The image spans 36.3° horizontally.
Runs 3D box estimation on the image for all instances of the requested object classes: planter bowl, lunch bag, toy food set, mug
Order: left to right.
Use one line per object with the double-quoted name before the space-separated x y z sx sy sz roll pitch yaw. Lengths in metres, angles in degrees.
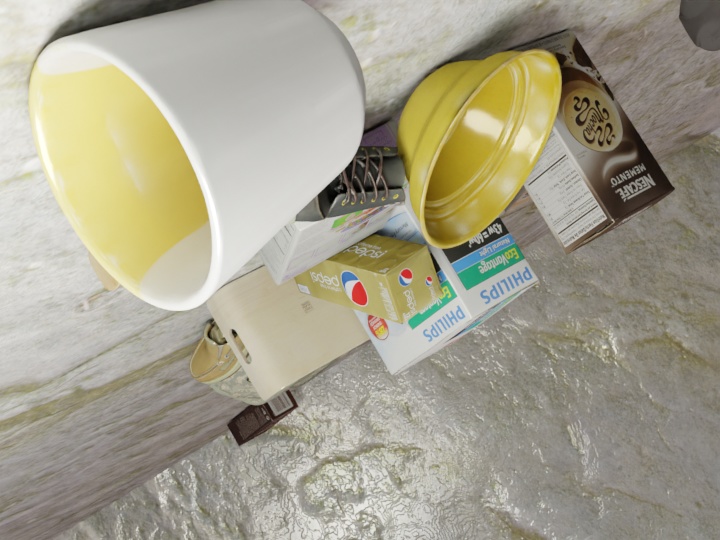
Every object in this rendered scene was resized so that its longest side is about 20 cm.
"mug" -0.090 -0.089 0.614 0.153 0.186 0.151 -36 144 -36
"lunch bag" -0.130 0.129 1.722 0.164 0.118 0.199 -37 165 33
"toy food set" -0.075 0.056 1.378 0.199 0.144 0.060 -28 172 -28
"planter bowl" 0.092 -0.127 1.009 0.200 0.083 0.202 -39 148 -29

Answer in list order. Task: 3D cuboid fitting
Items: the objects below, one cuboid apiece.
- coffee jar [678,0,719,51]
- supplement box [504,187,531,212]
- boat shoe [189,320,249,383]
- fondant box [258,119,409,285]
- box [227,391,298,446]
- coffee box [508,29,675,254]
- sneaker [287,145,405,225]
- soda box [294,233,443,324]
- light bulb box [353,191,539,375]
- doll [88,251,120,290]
"coffee jar" 0.473 -0.336 1.290 0.199 0.086 0.104 -30 175 -19
"supplement box" 0.266 -0.168 1.563 0.125 0.074 0.200 -29 172 -15
"boat shoe" -0.183 0.087 1.479 0.076 0.072 0.200 1 142 -48
"fondant box" -0.029 -0.065 1.134 0.143 0.059 0.200 -29 172 -17
"box" -0.259 0.383 2.902 0.100 0.075 0.200 -25 167 -43
"coffee box" 0.215 -0.133 1.127 0.112 0.201 0.080 -25 170 -38
"sneaker" -0.016 -0.083 0.921 0.105 0.076 0.200 -9 -177 3
"soda box" 0.000 0.000 1.243 0.067 0.065 0.199 -34 -152 -28
"light bulb box" 0.074 -0.012 1.325 0.124 0.201 0.198 -26 170 -36
"doll" -0.130 -0.038 0.944 0.136 0.049 0.199 -37 170 39
